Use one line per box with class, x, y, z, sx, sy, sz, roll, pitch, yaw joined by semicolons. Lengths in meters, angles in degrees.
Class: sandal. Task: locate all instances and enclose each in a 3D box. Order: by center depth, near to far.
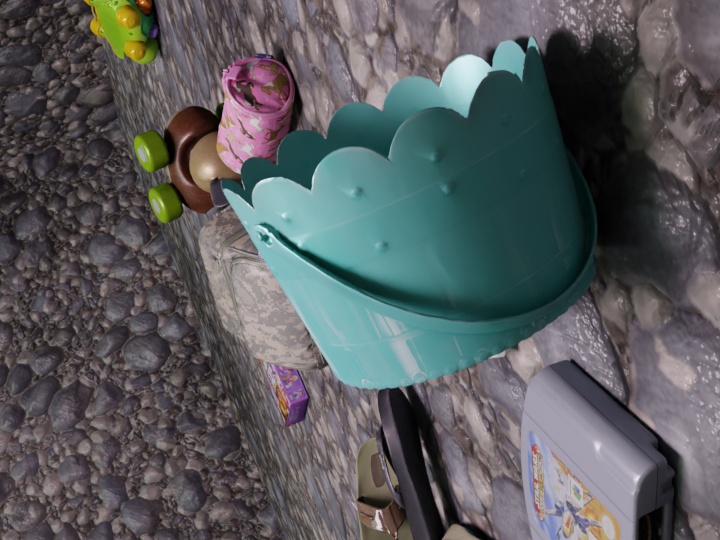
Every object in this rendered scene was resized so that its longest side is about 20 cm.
sandal;0.046;0.226;0.983;0.076;0.042;0.202;-25;-79;-71
sandal;0.025;0.279;1.055;0.058;0.079;0.202;61;-172;-46

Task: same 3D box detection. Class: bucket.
bucket;0.035;-0.034;0.529;0.136;0.206;0.207;64;166;-15

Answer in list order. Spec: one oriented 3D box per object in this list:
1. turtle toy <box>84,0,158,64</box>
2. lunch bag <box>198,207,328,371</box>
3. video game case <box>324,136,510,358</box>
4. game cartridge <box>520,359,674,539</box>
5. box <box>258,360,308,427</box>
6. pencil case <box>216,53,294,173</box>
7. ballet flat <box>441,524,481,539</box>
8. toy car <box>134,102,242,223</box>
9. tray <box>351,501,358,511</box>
turtle toy;-0.455;-0.485;1.756;0.145;0.101;0.201;35;151;23
lunch bag;-0.103;0.018;1.159;0.167;0.139;0.202;30;140;41
video game case;0.030;-0.019;0.720;0.142;0.017;0.202;-11;101;32
game cartridge;0.162;0.170;0.632;0.133;0.041;0.202;41;147;52
box;-0.156;0.175;1.654;0.137;0.039;0.201;106;142;-62
pencil case;-0.132;-0.185;1.094;0.200;0.082;0.087;125;130;-71
ballet flat;0.106;0.302;0.909;0.200;0.069;0.070;139;110;-73
toy car;-0.191;-0.133;1.241;0.199;0.163;0.159;31;140;46
tray;0.066;0.348;1.105;0.107;0.022;0.200;39;178;-26
